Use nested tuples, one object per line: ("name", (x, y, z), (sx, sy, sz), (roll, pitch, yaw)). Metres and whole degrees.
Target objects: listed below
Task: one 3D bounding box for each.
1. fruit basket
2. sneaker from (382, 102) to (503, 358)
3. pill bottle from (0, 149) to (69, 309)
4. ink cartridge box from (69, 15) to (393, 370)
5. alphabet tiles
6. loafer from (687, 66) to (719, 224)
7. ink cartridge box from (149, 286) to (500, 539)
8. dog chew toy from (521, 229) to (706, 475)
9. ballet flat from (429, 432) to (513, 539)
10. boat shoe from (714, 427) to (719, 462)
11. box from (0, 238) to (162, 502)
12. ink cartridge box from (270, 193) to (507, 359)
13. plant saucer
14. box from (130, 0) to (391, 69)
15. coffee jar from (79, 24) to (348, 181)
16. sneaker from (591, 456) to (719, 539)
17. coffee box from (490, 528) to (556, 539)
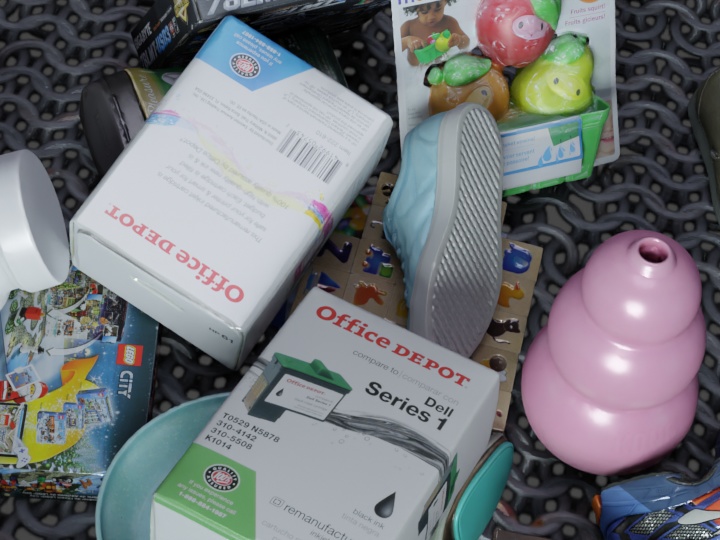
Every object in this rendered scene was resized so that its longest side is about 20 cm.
("fruit basket", (0.115, -0.155, 1.427), (0.184, 0.201, 0.094), (-12, 33, -16))
("sneaker", (0.053, -0.019, 1.355), (0.074, 0.082, 0.201), (30, 61, -37))
("pill bottle", (-0.308, -0.011, 1.289), (0.199, 0.116, 0.116), (-15, 52, 7))
("ink cartridge box", (-0.091, -0.054, 1.329), (0.144, 0.085, 0.201), (33, 66, 5))
("alphabet tiles", (0.040, 0.015, 1.363), (0.166, 0.008, 0.201), (14, 53, 3))
("loafer", (0.309, -0.087, 1.478), (0.075, 0.070, 0.201), (-9, 54, -13))
("ink cartridge box", (-0.019, 0.123, 1.185), (0.145, 0.085, 0.200), (24, 51, 15))
("dog chew toy", (0.178, 0.050, 1.273), (0.123, 0.201, 0.125), (3, 52, -4))
("ballet flat", (0.041, 0.179, 1.246), (0.063, 0.068, 0.201), (13, 50, 19))
("boat shoe", (0.287, 0.170, 1.285), (0.092, 0.075, 0.201), (-1, 51, 17))
("box", (-0.211, 0.066, 1.322), (0.135, 0.038, 0.201), (5, 52, -2))
("ink cartridge box", (0.000, 0.000, 1.398), (0.198, 0.042, 0.120), (14, 51, 7))
("plant saucer", (-0.071, 0.167, 1.222), (0.198, 0.036, 0.201), (3, 48, -3))
("box", (-0.062, -0.209, 1.459), (0.199, 0.198, 0.050), (-17, 88, -18))
("coffee jar", (-0.111, -0.115, 1.442), (0.199, 0.085, 0.105), (-15, 70, -18))
("sneaker", (0.247, 0.164, 1.235), (0.075, 0.199, 0.079), (19, 58, -47))
("coffee box", (0.169, 0.247, 1.195), (0.198, 0.080, 0.114), (10, 52, 2))
